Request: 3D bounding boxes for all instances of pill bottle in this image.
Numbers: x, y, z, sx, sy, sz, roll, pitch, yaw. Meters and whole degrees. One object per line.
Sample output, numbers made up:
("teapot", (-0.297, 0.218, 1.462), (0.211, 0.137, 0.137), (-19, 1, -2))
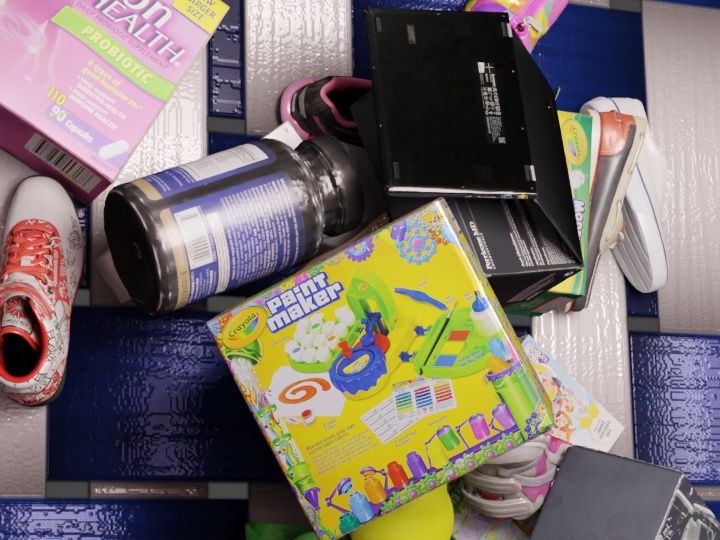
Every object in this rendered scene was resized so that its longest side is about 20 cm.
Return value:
("pill bottle", (-0.102, -0.045, 1.446), (0.200, 0.112, 0.112), (-20, 88, -25))

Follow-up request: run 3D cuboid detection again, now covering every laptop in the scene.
("laptop", (0.099, -0.114, 1.496), (0.199, 0.116, 0.188), (0, 59, -11))

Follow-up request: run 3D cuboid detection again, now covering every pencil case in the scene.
("pencil case", (0.178, -0.286, 1.717), (0.088, 0.088, 0.200), (41, 66, -11))

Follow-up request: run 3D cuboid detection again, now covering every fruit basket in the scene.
("fruit basket", (0.015, 0.234, 1.495), (0.215, 0.155, 0.216), (-4, 101, -20))

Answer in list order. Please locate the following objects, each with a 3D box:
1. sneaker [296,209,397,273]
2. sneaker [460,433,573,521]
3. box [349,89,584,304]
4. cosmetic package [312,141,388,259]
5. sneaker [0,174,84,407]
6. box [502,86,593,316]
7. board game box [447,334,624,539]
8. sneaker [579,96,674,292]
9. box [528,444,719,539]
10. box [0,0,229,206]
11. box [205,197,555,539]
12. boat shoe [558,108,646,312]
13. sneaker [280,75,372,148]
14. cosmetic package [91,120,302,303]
("sneaker", (0.000, 0.000, 1.508), (0.200, 0.075, 0.071), (-21, 82, -47))
("sneaker", (0.127, 0.176, 1.525), (0.200, 0.081, 0.088), (27, 81, -60))
("box", (0.093, -0.073, 1.527), (0.141, 0.079, 0.201), (-2, 66, -47))
("cosmetic package", (0.034, -0.045, 1.614), (0.199, 0.071, 0.102), (14, 75, -19))
("sneaker", (-0.271, 0.009, 1.448), (0.067, 0.108, 0.202), (2, 79, -1))
("box", (0.175, -0.065, 1.651), (0.048, 0.117, 0.201), (6, 77, -16))
("board game box", (0.142, 0.179, 1.635), (0.134, 0.034, 0.200), (43, 67, -10))
("sneaker", (0.278, -0.080, 1.723), (0.071, 0.073, 0.201), (-12, 84, -21))
("box", (0.233, 0.294, 1.555), (0.197, 0.124, 0.200), (47, 62, -46))
("box", (-0.245, -0.192, 1.512), (0.176, 0.097, 0.200), (36, 68, -12))
("box", (0.019, 0.074, 1.350), (0.200, 0.122, 0.193), (-27, 91, 6))
("boat shoe", (0.227, -0.054, 1.670), (0.062, 0.071, 0.201), (5, 101, -17))
("sneaker", (0.031, -0.143, 1.620), (0.199, 0.095, 0.079), (6, 76, -23))
("cosmetic package", (-0.136, -0.051, 1.537), (0.200, 0.083, 0.051), (-39, 95, -24))
